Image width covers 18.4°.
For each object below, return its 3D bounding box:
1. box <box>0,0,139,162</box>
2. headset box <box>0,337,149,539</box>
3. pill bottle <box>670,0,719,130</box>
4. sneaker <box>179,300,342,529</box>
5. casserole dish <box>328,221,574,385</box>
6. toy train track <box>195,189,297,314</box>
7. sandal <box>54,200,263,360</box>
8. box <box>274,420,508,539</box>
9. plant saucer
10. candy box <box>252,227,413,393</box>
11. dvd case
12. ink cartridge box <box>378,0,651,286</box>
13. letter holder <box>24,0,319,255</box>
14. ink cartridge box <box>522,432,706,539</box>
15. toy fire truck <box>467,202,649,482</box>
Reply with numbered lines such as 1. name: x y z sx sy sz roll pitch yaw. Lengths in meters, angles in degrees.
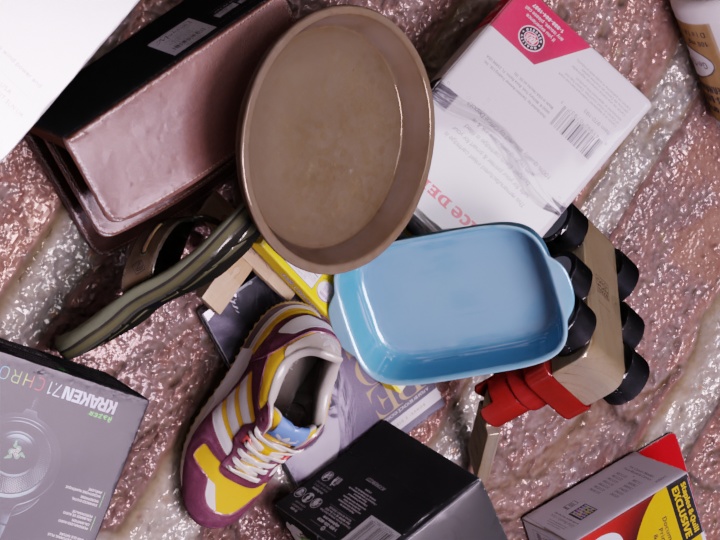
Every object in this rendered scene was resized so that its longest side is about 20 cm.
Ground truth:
1. box: -0.276 -0.216 1.529 0.200 0.131 0.199 -51 120 -10
2. headset box: -0.279 0.153 1.633 0.174 0.093 0.200 22 91 -31
3. pill bottle: 0.350 -0.170 1.905 0.114 0.114 0.200 -34 115 -19
4. sneaker: -0.078 0.125 1.725 0.075 0.090 0.200 17 107 -27
5. casserole dish: 0.073 0.022 1.718 0.039 0.199 0.121 -54 129 -61
6. toy train track: -0.069 -0.054 1.742 0.115 0.032 0.200 46 71 -33
7. sandal: -0.152 -0.004 1.656 0.201 0.080 0.057 -33 84 8
8. box: 0.048 0.252 1.802 0.124 0.148 0.200 -36 122 -18
9. plant saucer: -0.022 -0.097 1.646 0.200 0.029 0.201 -10 104 -44
10. candy box: 0.000 0.000 1.769 0.200 0.026 0.102 48 67 -35
11. dvd case: -0.029 0.073 1.802 0.149 0.016 0.200 -36 116 -19
12. ink cartridge box: 0.110 -0.103 1.779 0.145 0.083 0.200 42 80 -8
13. letter holder: -0.129 -0.104 1.658 0.200 0.101 0.142 -36 118 -18
14. ink cartridge box: 0.259 0.272 1.972 0.175 0.084 0.200 -28 113 -22
15. toy fire truck: 0.137 0.070 1.837 0.200 0.176 0.129 -32 125 27
